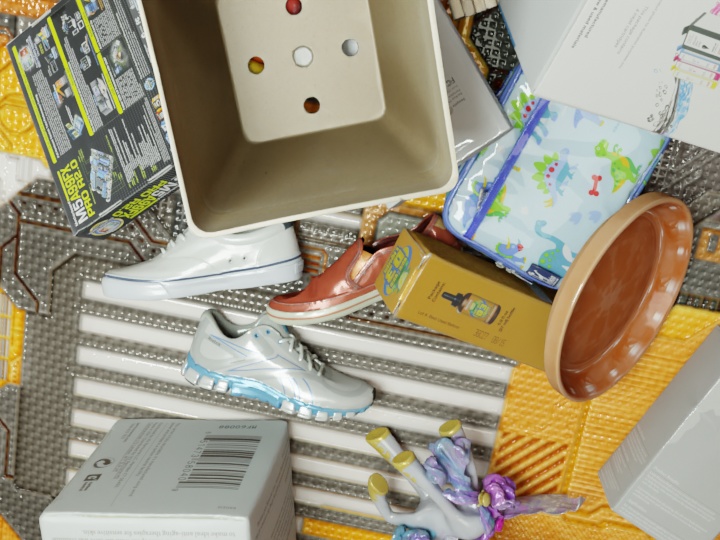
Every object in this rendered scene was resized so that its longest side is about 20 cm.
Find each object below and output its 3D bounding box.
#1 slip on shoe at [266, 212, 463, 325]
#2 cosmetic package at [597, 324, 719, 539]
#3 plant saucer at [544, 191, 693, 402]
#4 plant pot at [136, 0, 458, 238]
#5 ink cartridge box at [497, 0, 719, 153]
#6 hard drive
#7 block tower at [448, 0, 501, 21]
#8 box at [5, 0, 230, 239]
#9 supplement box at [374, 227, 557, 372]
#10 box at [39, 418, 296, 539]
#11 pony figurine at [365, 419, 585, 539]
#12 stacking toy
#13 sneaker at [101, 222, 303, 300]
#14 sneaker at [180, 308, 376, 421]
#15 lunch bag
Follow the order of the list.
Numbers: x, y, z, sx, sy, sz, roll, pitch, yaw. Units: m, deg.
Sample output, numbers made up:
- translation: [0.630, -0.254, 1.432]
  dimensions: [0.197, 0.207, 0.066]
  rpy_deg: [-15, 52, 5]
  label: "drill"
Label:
- translation: [0.000, 0.000, 0.902]
  dimensions: [0.198, 0.074, 0.062]
  rpy_deg: [-21, 103, 5]
  label: "slip on shoe"
- translation: [0.335, 0.168, 0.915]
  dimensions: [0.106, 0.090, 0.201]
  rpy_deg: [34, 103, -5]
  label: "cosmetic package"
- translation: [0.229, 0.023, 0.846]
  dimensions: [0.032, 0.199, 0.203]
  rpy_deg: [33, 111, 38]
  label: "plant saucer"
- translation: [-0.044, -0.160, 0.728]
  dimensions: [0.197, 0.177, 0.203]
  rpy_deg: [-10, 107, 1]
  label: "plant pot"
- translation: [0.237, -0.208, 0.739]
  dimensions: [0.197, 0.148, 0.146]
  rpy_deg: [12, 130, -18]
  label: "ink cartridge box"
- translation: [0.030, -0.176, 0.834]
  dimensions: [0.131, 0.026, 0.202]
  rpy_deg: [-32, 84, 22]
  label: "hard drive"
- translation: [0.159, -0.274, 0.818]
  dimensions: [0.197, 0.054, 0.059]
  rpy_deg: [-17, 103, 10]
  label: "block tower"
- translation: [-0.218, -0.154, 0.837]
  dimensions: [0.159, 0.044, 0.202]
  rpy_deg: [-30, 76, 22]
  label: "box"
- translation: [0.114, 0.030, 0.866]
  dimensions: [0.198, 0.069, 0.067]
  rpy_deg: [21, 109, -29]
  label: "supplement box"
- translation: [-0.175, 0.264, 0.926]
  dimensions: [0.197, 0.199, 0.174]
  rpy_deg: [-1, 106, 7]
  label: "box"
- translation: [0.104, 0.248, 0.939]
  dimensions: [0.192, 0.167, 0.202]
  rpy_deg: [-15, 111, 42]
  label: "pony figurine"
- translation: [-0.113, -0.173, 0.850]
  dimensions: [0.085, 0.086, 0.201]
  rpy_deg: [32, 109, -5]
  label: "stacking toy"
- translation: [-0.155, -0.015, 0.918]
  dimensions: [0.197, 0.073, 0.072]
  rpy_deg: [-8, 96, -2]
  label: "sneaker"
- translation: [-0.077, 0.088, 0.935]
  dimensions: [0.197, 0.075, 0.088]
  rpy_deg: [14, 101, 0]
  label: "sneaker"
- translation: [0.172, -0.095, 0.856]
  dimensions: [0.159, 0.083, 0.202]
  rpy_deg: [30, 105, -1]
  label: "lunch bag"
